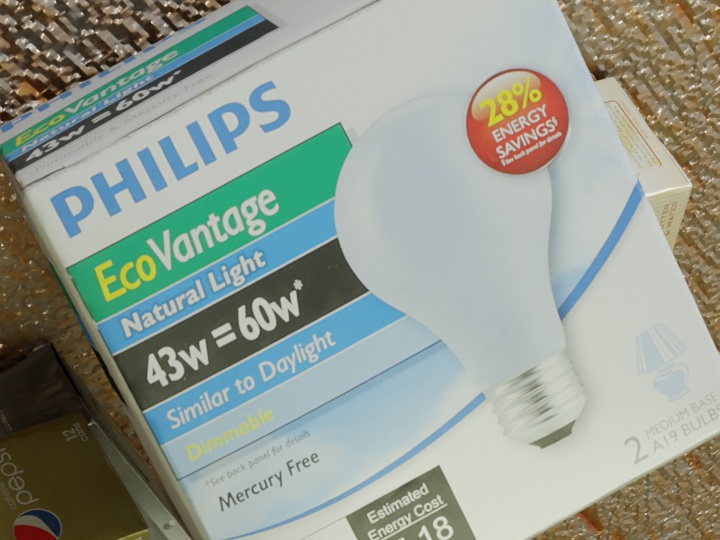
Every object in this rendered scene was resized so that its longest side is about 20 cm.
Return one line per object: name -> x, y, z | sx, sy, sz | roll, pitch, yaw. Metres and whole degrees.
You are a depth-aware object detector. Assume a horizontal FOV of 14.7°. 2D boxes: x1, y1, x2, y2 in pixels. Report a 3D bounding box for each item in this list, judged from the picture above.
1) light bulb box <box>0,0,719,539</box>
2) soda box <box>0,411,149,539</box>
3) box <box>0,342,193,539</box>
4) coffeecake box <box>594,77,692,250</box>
light bulb box -> 0.000, 0.000, 1.009 | 0.198, 0.125, 0.200 | -29, 106, -6
soda box -> -0.131, 0.153, 1.148 | 0.064, 0.068, 0.200 | -18, 142, -23
box -> -0.155, 0.134, 1.209 | 0.158, 0.048, 0.200 | -34, 146, -2
coffeecake box -> 0.025, 0.016, 1.188 | 0.200, 0.073, 0.154 | -16, 143, -23
